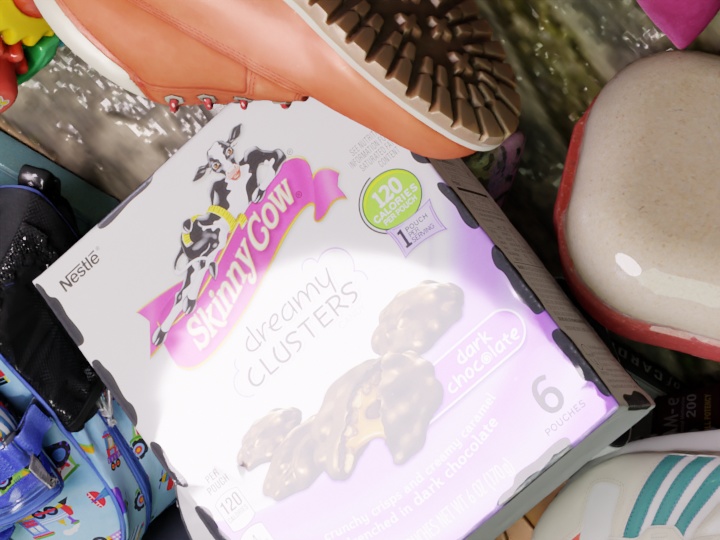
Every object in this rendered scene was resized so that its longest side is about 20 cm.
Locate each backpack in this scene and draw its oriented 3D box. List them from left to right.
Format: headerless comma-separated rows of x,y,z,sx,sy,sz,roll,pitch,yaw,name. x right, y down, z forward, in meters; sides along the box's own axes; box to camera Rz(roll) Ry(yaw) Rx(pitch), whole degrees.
-0.177,0.073,1.066,0.181,0.135,0.201,-11,128,32,backpack

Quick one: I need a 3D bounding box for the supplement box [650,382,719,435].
0.237,0.093,1.015,0.198,0.061,0.110,-13,112,14,supplement box

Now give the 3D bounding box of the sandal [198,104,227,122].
-0.059,-0.115,0.988,0.081,0.055,0.201,-19,113,22,sandal

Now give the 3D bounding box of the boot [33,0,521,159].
-0.035,-0.092,0.888,0.199,0.075,0.107,34,131,-1,boot

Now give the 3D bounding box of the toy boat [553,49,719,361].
0.179,-0.002,0.978,0.198,0.131,0.131,14,152,5,toy boat

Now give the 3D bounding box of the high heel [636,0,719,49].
0.063,-0.160,0.931,0.198,0.067,0.097,15,114,-10,high heel

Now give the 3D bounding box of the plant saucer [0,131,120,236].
-0.212,-0.054,1.079,0.199,0.019,0.070,32,121,-5,plant saucer

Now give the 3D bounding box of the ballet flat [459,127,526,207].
0.000,0.000,1.028,0.199,0.069,0.072,-25,88,27,ballet flat

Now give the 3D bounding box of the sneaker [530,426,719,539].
0.139,0.115,0.947,0.199,0.093,0.071,-19,108,37,sneaker

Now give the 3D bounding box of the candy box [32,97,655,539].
-0.009,0.030,0.942,0.168,0.071,0.200,-41,76,13,candy box

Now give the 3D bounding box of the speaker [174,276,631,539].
0.019,0.075,1.022,0.199,0.081,0.081,-24,112,25,speaker

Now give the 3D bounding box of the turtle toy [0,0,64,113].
-0.175,-0.116,0.936,0.100,0.200,0.147,14,134,34,turtle toy

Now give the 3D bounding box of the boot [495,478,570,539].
0.086,0.171,1.090,0.155,0.077,0.201,-34,100,23,boot

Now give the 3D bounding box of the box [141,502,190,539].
-0.057,0.215,1.148,0.148,0.105,0.200,-35,107,28,box

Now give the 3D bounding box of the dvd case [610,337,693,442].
0.110,0.108,1.096,0.199,0.025,0.151,31,121,-7,dvd case
